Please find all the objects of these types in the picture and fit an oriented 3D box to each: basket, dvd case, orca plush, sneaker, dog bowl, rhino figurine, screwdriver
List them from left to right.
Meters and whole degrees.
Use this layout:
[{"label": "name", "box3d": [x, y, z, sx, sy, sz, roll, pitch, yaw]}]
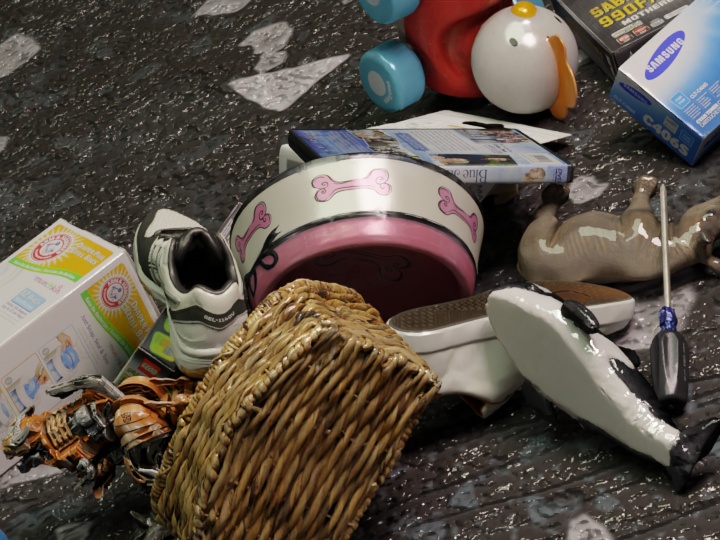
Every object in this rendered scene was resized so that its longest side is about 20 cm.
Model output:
[{"label": "sneaker", "box3d": [-0.124, -0.006, 1.714, 0.075, 0.088, 0.200, -9, 35, -17]}, {"label": "basket", "box3d": [-0.067, 0.104, 1.583, 0.201, 0.142, 0.149, -60, 33, 10]}, {"label": "dog bowl", "box3d": [0.000, 0.000, 1.720, 0.199, 0.200, 0.074, -16, 52, 12]}, {"label": "dvd case", "box3d": [0.053, -0.091, 1.781, 0.199, 0.018, 0.143, -1, 15, -15]}, {"label": "sneaker", "box3d": [0.112, 0.060, 1.677, 0.199, 0.085, 0.073, -10, 20, -19]}, {"label": "orca plush", "box3d": [0.181, 0.066, 1.581, 0.071, 0.106, 0.200, -25, 38, -38]}, {"label": "rhino figurine", "box3d": [0.211, -0.025, 1.729, 0.199, 0.060, 0.088, -5, 43, 23]}, {"label": "screwdriver", "box3d": [0.222, 0.015, 1.645, 0.028, 0.029, 0.201, -48, 35, 48]}]

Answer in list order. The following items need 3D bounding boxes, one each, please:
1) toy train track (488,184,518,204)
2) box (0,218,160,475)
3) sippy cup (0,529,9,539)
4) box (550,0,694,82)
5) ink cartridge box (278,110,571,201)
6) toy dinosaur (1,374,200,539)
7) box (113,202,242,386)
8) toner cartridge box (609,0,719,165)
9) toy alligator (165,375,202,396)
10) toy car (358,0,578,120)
[{"label": "toy train track", "box3d": [0.037, -0.048, 1.904, 0.199, 0.033, 0.115, -11, 27, 10]}, {"label": "box", "box3d": [-0.279, 0.063, 1.878, 0.200, 0.102, 0.112, -39, 36, -21]}, {"label": "sippy cup", "box3d": [-0.320, 0.241, 1.639, 0.178, 0.140, 0.130, 35, 43, 10]}, {"label": "box", "box3d": [0.288, -0.249, 2.008, 0.199, 0.048, 0.159, -26, 33, -3]}, {"label": "ink cartridge box", "box3d": [0.056, -0.089, 1.910, 0.199, 0.057, 0.162, -11, 18, -41]}, {"label": "toy dinosaur", "box3d": [-0.165, 0.129, 1.682, 0.199, 0.136, 0.102, -2, 38, 29]}, {"label": "box", "box3d": [-0.146, 0.041, 1.818, 0.110, 0.035, 0.200, -52, 5, 42]}, {"label": "toner cartridge box", "box3d": [0.308, -0.184, 1.867, 0.095, 0.043, 0.200, 41, 64, 16]}, {"label": "toy alligator", "box3d": [-0.093, 0.072, 1.798, 0.054, 0.059, 0.200, 30, 34, 11]}, {"label": "toy car", "box3d": [0.127, -0.212, 1.967, 0.184, 0.177, 0.200, -29, 44, -30]}]
